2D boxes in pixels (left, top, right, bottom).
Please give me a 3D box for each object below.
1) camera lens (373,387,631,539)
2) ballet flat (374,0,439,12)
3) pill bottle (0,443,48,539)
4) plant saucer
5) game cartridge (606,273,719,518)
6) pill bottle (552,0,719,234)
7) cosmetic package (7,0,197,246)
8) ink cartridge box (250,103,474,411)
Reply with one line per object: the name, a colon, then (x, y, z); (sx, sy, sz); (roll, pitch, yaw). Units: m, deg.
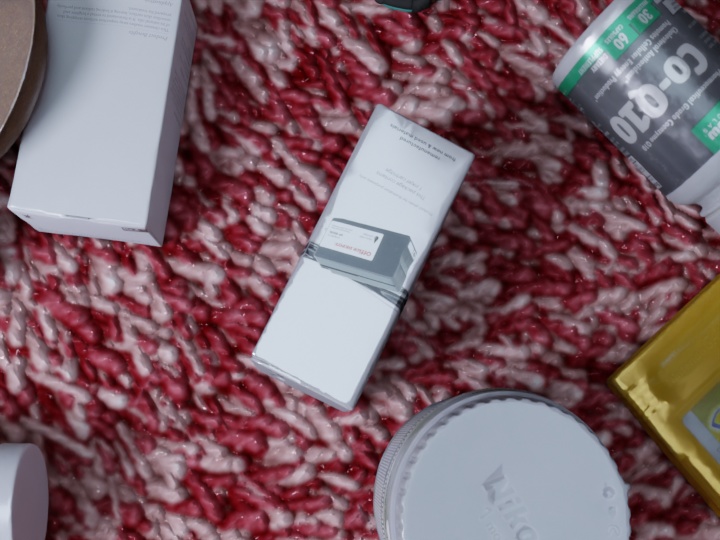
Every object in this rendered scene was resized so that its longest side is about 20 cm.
camera lens: (0.090, 0.167, 0.672); (0.157, 0.200, 0.163); (0, 81, -2)
ballet flat: (0.026, -0.320, 0.822); (0.067, 0.068, 0.204); (-6, 80, 6)
pill bottle: (-0.338, 0.177, 0.699); (0.196, 0.116, 0.118); (-2, 80, -3)
plant saucer: (-0.305, -0.153, 0.755); (0.198, 0.036, 0.204); (-11, 71, 35)
game cartridge: (0.327, 0.109, 0.776); (0.176, 0.032, 0.201); (-40, 85, -8)
pill bottle: (0.260, -0.127, 0.772); (0.113, 0.113, 0.200); (-44, 84, -8)
cosmetic package: (-0.202, -0.129, 0.774); (0.111, 0.081, 0.204); (9, 81, 0)
ink cartridge box: (0.000, 0.000, 0.725); (0.083, 0.145, 0.202); (27, 81, 2)
